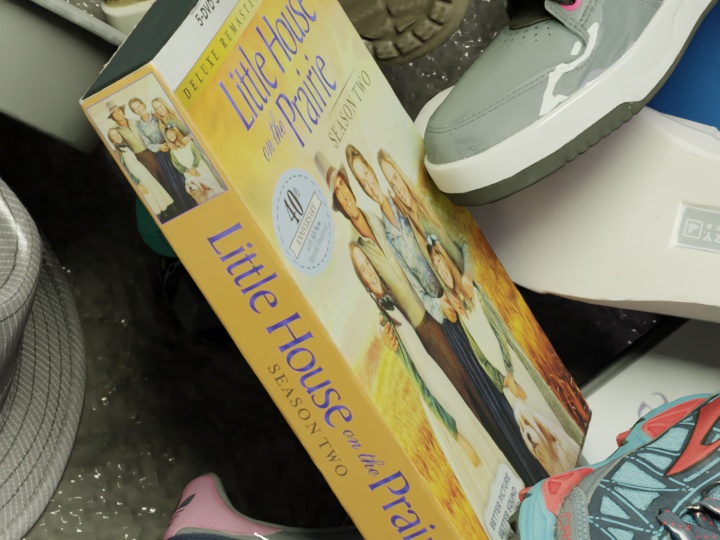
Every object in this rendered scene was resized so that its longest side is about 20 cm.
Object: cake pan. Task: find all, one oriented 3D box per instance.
[{"bbox_3d":[-0.152,-0.088,0.888,0.199,0.200,0.037,26,90,-9],"label":"cake pan"}]

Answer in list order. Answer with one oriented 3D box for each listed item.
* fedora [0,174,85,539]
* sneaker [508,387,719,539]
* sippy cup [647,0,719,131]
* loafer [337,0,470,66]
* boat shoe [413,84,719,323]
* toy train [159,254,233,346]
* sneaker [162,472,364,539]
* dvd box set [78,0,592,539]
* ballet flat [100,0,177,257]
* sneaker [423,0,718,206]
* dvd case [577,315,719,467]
[{"bbox_3d":[-0.164,-0.004,0.874,0.199,0.090,0.178,27,54,-8],"label":"fedora"},{"bbox_3d":[0.112,0.069,0.867,0.080,0.095,0.200,58,29,-5],"label":"sneaker"},{"bbox_3d":[0.149,-0.103,1.035,0.140,0.178,0.130,50,39,-3],"label":"sippy cup"},{"bbox_3d":[-0.020,-0.162,0.945,0.201,0.075,0.068,62,25,-14],"label":"loafer"},{"bbox_3d":[0.112,-0.017,0.959,0.199,0.068,0.073,9,84,25],"label":"boat shoe"},{"bbox_3d":[0.020,-0.017,1.007,0.199,0.034,0.046,-14,55,-30],"label":"toy train"},{"bbox_3d":[0.032,0.104,0.913,0.199,0.070,0.083,8,61,-22],"label":"sneaker"},{"bbox_3d":[0.000,0.000,0.871,0.201,0.029,0.146,58,23,-15],"label":"dvd box set"},{"bbox_3d":[-0.054,-0.078,0.982,0.070,0.068,0.201,-8,42,4],"label":"ballet flat"},{"bbox_3d":[0.067,-0.125,0.905,0.200,0.083,0.121,-47,112,-16],"label":"sneaker"},{"bbox_3d":[0.179,0.046,0.978,0.200,0.018,0.143,-38,79,2],"label":"dvd case"}]
